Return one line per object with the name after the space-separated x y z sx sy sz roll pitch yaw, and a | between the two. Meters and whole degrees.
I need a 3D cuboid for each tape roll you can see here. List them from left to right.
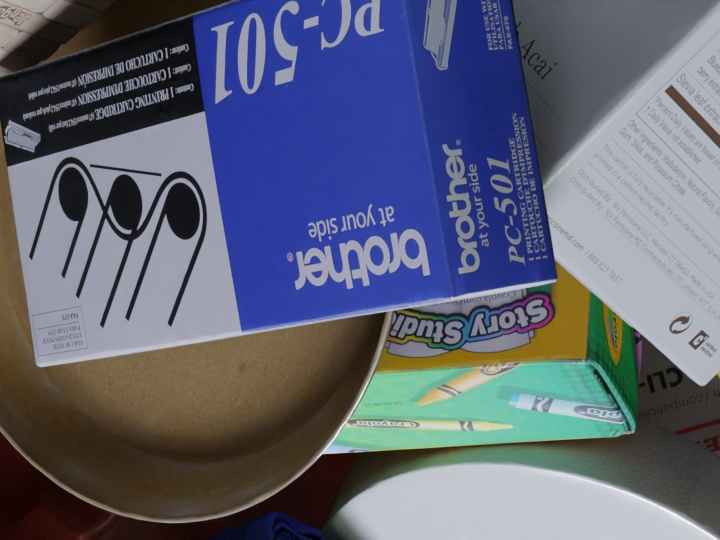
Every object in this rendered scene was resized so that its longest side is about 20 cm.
0.080 0.129 0.926 0.201 0.037 0.204 13 136 13 | tape roll

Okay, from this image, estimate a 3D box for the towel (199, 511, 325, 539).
-0.073 0.165 0.939 0.199 0.050 0.148 -24 126 22 | towel

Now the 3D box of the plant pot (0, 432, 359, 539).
-0.083 0.106 1.031 0.200 0.202 0.195 -29 139 26 | plant pot

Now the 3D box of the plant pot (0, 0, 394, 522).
-0.064 -0.018 0.821 0.200 0.201 0.027 -33 167 33 | plant pot

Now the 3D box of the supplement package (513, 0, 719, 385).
0.117 -0.092 0.744 0.200 0.121 0.120 -45 134 7 | supplement package

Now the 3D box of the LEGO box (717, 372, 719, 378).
0.229 -0.021 0.824 0.148 0.078 0.200 -23 172 -45 | LEGO box

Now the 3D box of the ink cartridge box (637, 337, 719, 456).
0.139 0.030 0.950 0.116 0.201 0.068 -17 161 8 | ink cartridge box

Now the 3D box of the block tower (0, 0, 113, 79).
-0.153 -0.076 0.813 0.058 0.054 0.200 18 138 -41 | block tower

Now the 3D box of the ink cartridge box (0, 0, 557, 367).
-0.032 -0.029 0.725 0.044 0.095 0.199 -8 178 -41 | ink cartridge box

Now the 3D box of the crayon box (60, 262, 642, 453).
0.000 0.000 0.883 0.199 0.120 0.058 -5 149 21 | crayon box
